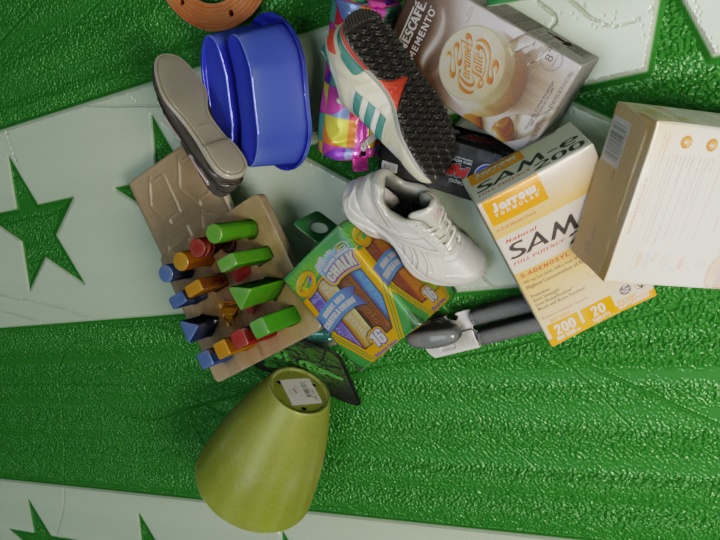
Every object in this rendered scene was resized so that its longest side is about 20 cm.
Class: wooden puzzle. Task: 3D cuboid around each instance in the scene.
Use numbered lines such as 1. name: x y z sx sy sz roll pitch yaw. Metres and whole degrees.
1. wooden puzzle: -0.246 -0.084 1.104 0.200 0.046 0.185 -24 91 40

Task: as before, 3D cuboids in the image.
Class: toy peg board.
1. toy peg board: -0.184 0.032 0.990 0.199 0.098 0.200 -28 84 27

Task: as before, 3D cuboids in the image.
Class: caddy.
1. caddy: -0.124 -0.223 0.947 0.141 0.105 0.200 21 122 49

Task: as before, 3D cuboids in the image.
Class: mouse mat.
1. mouse mat: -0.099 0.131 1.081 0.200 0.008 0.161 17 150 25

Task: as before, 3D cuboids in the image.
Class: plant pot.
1. plant pot: -0.123 0.242 1.085 0.187 0.187 0.200 34 120 14

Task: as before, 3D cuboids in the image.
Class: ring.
1. ring: -0.193 -0.414 0.960 0.200 0.019 0.201 11 114 26

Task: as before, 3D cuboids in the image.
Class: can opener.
1. can opener: 0.156 0.072 0.927 0.200 0.066 0.053 -19 100 29

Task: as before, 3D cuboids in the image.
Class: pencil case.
1. pencil case: -0.003 -0.226 0.885 0.088 0.088 0.200 17 117 24

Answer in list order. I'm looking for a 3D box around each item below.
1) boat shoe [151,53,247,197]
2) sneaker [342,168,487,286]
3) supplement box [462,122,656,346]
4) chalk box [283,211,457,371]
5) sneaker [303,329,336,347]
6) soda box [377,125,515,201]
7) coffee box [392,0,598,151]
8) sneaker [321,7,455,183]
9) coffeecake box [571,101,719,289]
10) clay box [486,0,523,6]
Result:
1. boat shoe: -0.212 -0.181 0.935 0.200 0.067 0.057 58 139 13
2. sneaker: 0.075 -0.048 0.872 0.200 0.078 0.099 31 157 -14
3. supplement box: 0.209 -0.034 0.778 0.126 0.074 0.200 -29 117 10
4. chalk box: 0.000 0.000 0.948 0.200 0.125 0.124 51 125 2
5. sneaker: -0.109 0.042 1.061 0.200 0.071 0.080 23 123 22
6. soda box: 0.125 -0.123 0.857 0.200 0.071 0.063 21 118 21
7. coffee box: 0.135 -0.226 0.804 0.200 0.080 0.114 35 124 14
8. sneaker: 0.027 -0.183 0.815 0.200 0.070 0.093 56 155 -16
9. coffeecake box: 0.323 -0.066 0.697 0.200 0.073 0.154 4 116 -13
10. clay box: 0.174 -0.347 0.687 0.115 0.048 0.200 0 71 30
